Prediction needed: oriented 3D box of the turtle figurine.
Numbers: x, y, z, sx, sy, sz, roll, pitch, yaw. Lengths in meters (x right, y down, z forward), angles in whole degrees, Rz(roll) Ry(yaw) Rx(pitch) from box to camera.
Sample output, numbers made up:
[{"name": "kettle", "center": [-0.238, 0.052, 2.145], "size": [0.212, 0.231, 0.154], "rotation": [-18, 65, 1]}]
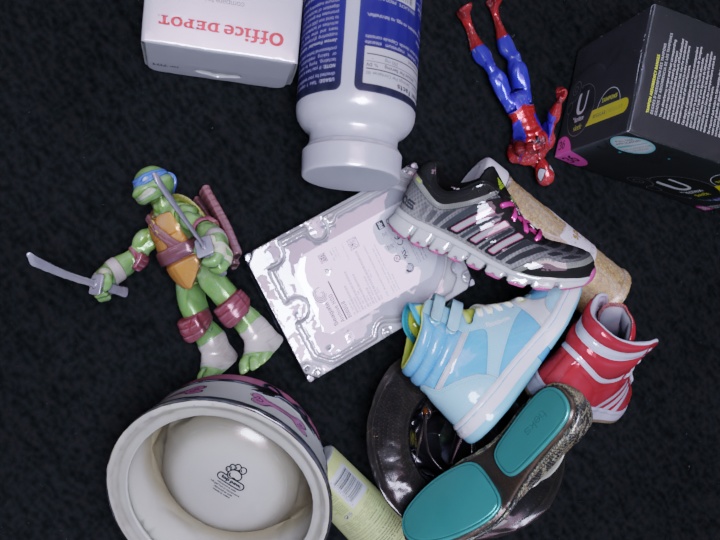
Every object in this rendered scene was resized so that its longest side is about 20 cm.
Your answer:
[{"name": "turtle figurine", "center": [-0.166, 0.017, 0.687], "size": [0.142, 0.200, 0.196], "rotation": [-30, 104, 4]}]

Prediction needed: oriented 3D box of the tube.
[{"name": "tube", "center": [0.020, 0.259, 0.784], "size": [0.200, 0.058, 0.052], "rotation": [46, 36, -11]}]

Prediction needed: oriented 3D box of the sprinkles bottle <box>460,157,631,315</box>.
[{"name": "sprinkles bottle", "center": [0.184, -0.029, 0.815], "size": [0.199, 0.068, 0.069], "rotation": [37, 81, -10]}]

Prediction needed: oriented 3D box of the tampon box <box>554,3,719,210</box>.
[{"name": "tampon box", "center": [0.328, -0.156, 0.808], "size": [0.196, 0.150, 0.129], "rotation": [15, 85, -12]}]

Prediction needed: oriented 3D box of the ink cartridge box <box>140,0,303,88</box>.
[{"name": "ink cartridge box", "center": [-0.123, -0.290, 0.742], "size": [0.143, 0.086, 0.204], "rotation": [5, 86, -13]}]

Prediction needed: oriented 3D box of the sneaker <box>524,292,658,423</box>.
[{"name": "sneaker", "center": [0.241, 0.084, 0.764], "size": [0.071, 0.199, 0.113], "rotation": [44, 111, 29]}]

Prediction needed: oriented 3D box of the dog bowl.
[{"name": "dog bowl", "center": [-0.117, 0.182, 0.702], "size": [0.196, 0.074, 0.204], "rotation": [3, 113, 6]}]

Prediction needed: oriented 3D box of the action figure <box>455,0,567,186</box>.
[{"name": "action figure", "center": [0.165, -0.183, 0.802], "size": [0.064, 0.099, 0.203], "rotation": [-22, 96, -11]}]

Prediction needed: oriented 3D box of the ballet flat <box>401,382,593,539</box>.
[{"name": "ballet flat", "center": [0.126, 0.180, 0.687], "size": [0.200, 0.068, 0.075], "rotation": [-46, 135, 12]}]

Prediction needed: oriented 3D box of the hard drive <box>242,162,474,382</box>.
[{"name": "hard drive", "center": [0.000, 0.000, 0.788], "size": [0.198, 0.038, 0.142], "rotation": [-28, 94, -11]}]

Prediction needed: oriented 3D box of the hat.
[{"name": "hat", "center": [0.097, 0.170, 0.778], "size": [0.196, 0.081, 0.204], "rotation": [3, 68, -8]}]

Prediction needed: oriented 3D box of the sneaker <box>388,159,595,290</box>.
[{"name": "sneaker", "center": [0.125, -0.046, 0.728], "size": [0.197, 0.074, 0.089], "rotation": [21, 107, 14]}]

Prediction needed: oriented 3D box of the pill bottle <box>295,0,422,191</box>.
[{"name": "pill bottle", "center": [-0.002, -0.184, 0.743], "size": [0.113, 0.116, 0.204], "rotation": [6, 82, -12]}]

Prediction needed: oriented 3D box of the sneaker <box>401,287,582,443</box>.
[{"name": "sneaker", "center": [0.115, 0.045, 0.745], "size": [0.130, 0.080, 0.200], "rotation": [39, 65, 7]}]
